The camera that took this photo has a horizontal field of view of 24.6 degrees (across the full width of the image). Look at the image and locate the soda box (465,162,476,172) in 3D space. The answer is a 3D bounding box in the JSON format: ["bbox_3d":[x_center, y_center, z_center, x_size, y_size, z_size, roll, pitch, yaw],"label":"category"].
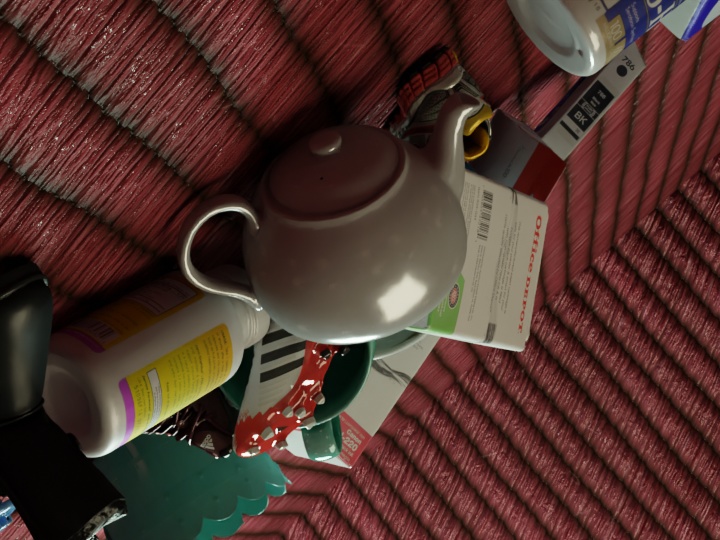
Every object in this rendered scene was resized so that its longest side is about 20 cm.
[{"bbox_3d":[0.045,-0.059,1.679,0.068,0.064,0.200,-35,167,-28],"label":"soda box"}]

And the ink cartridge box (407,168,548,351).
[{"bbox_3d":[0.086,-0.011,1.499,0.200,0.084,0.146,16,83,-59],"label":"ink cartridge box"}]

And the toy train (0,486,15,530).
[{"bbox_3d":[-0.361,0.210,1.317,0.114,0.087,0.200,-42,171,39],"label":"toy train"}]

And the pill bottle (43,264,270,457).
[{"bbox_3d":[-0.167,0.065,1.346,0.200,0.104,0.104,-30,165,-42],"label":"pill bottle"}]

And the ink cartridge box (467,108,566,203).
[{"bbox_3d":[0.133,-0.070,1.673,0.163,0.057,0.200,-60,-173,11],"label":"ink cartridge box"}]

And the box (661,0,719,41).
[{"bbox_3d":[0.357,-0.339,1.536,0.200,0.105,0.184,-38,168,-13],"label":"box"}]

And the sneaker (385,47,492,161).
[{"bbox_3d":[0.070,-0.120,1.481,0.078,0.082,0.200,-39,170,-12],"label":"sneaker"}]

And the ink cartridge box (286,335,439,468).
[{"bbox_3d":[-0.015,0.110,1.830,0.200,0.085,0.146,-56,-157,-16],"label":"ink cartridge box"}]

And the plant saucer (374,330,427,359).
[{"bbox_3d":[0.000,0.000,1.616,0.199,0.050,0.201,-7,127,-9],"label":"plant saucer"}]

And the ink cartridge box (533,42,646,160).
[{"bbox_3d":[0.244,-0.182,1.789,0.200,0.039,0.099,-49,-174,-18],"label":"ink cartridge box"}]

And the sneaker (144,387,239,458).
[{"bbox_3d":[-0.165,0.127,1.463,0.076,0.116,0.200,-48,169,28],"label":"sneaker"}]

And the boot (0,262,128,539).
[{"bbox_3d":[-0.221,0.106,1.161,0.076,0.168,0.200,-31,165,-38],"label":"boot"}]

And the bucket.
[{"bbox_3d":[-0.194,0.234,1.790,0.207,0.135,0.207,-33,169,-7],"label":"bucket"}]

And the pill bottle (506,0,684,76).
[{"bbox_3d":[0.224,-0.263,1.348,0.200,0.120,0.120,-39,169,-10],"label":"pill bottle"}]

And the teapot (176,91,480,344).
[{"bbox_3d":[-0.017,-0.047,1.321,0.200,0.197,0.146,-60,144,-38],"label":"teapot"}]

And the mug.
[{"bbox_3d":[-0.064,0.067,1.527,0.114,0.152,0.186,-80,-172,-70],"label":"mug"}]

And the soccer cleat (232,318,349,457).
[{"bbox_3d":[-0.067,0.080,1.440,0.068,0.085,0.200,-9,139,-44],"label":"soccer cleat"}]
